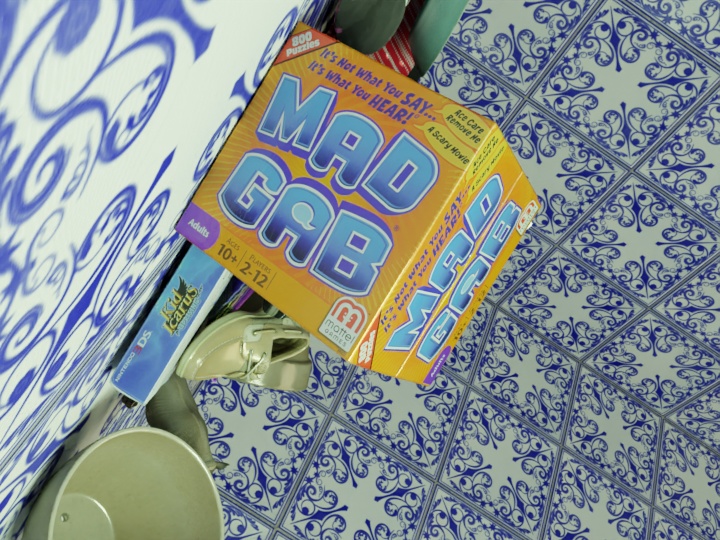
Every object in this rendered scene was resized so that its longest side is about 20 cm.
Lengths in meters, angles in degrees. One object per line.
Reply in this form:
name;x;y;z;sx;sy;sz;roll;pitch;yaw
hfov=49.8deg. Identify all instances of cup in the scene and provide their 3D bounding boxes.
cup;-0.257;0.271;0.781;0.142;0.201;0.201;-20;-152;36

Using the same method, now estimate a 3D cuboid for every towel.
towel;-0.125;-0.026;0.924;0.200;0.023;0.144;-48;-155;20
towel;0.017;-0.241;0.854;0.202;0.022;0.145;-58;147;-13

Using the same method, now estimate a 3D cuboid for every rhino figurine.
rhino figurine;-0.208;0.191;0.892;0.059;0.201;0.088;1;134;-46

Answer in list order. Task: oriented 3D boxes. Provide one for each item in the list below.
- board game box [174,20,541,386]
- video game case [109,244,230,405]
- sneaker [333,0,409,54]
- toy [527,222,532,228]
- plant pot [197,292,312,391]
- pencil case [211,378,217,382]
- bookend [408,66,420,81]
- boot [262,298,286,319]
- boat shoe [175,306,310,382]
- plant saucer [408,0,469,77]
board game box;0.007;-0.047;0.676;0.202;0.199;0.199;-58;154;2
video game case;-0.177;0.029;0.808;0.202;0.045;0.181;-59;-175;-5
sneaker;0.034;-0.302;0.750;0.201;0.080;0.086;-50;-164;4
toy;0.066;-0.027;0.811;0.200;0.115;0.047;-42;-169;12
plant pot;-0.145;0.053;1.070;0.200;0.197;0.177;-161;-93;-86
pencil case;-0.215;0.079;1.200;0.202;0.085;0.084;-58;-175;17
bookend;0.056;-0.274;1.108;0.201;0.091;0.200;-57;-149;24
boot;0.001;0.000;0.866;0.205;0.153;0.074;-52;-159;6
boat shoe;-0.129;0.091;0.897;0.073;0.065;0.199;-56;162;25
plant saucer;0.098;-0.303;0.812;0.202;0.036;0.200;-63;-174;11
